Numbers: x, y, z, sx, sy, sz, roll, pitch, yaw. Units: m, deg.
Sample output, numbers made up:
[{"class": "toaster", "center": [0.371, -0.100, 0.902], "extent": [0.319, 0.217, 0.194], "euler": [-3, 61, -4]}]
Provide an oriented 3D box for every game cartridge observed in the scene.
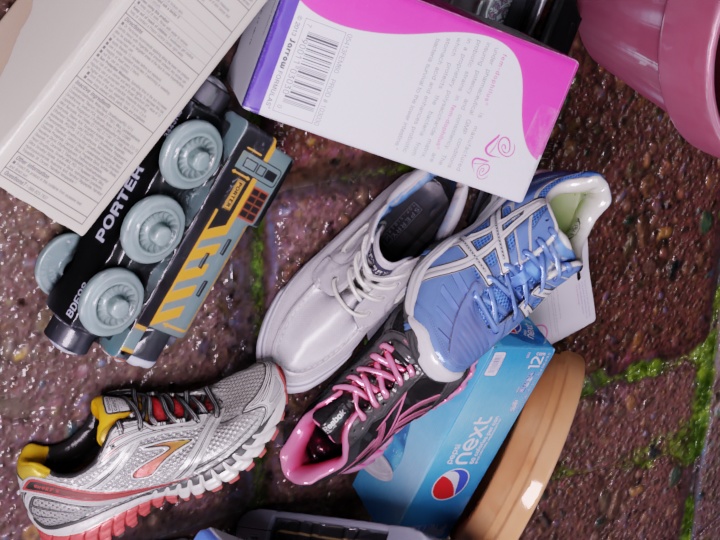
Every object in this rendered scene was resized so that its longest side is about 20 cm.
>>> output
[{"class": "game cartridge", "center": [0.016, 0.221, 1.004], "extent": [0.133, 0.199, 0.041], "euler": [37, 63, -38]}]

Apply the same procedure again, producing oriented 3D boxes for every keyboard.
[{"class": "keyboard", "center": [0.123, -0.106, 1.007], "extent": [0.201, 0.020, 0.127], "euler": [-67, 162, -2]}]

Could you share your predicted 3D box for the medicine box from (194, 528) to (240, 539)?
[{"class": "medicine box", "center": [-0.075, 0.301, 0.835], "extent": [0.103, 0.182, 0.201], "euler": [32, 89, -39]}]

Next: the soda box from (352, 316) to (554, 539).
[{"class": "soda box", "center": [0.068, 0.117, 1.032], "extent": [0.064, 0.068, 0.201], "euler": [5, 124, -35]}]

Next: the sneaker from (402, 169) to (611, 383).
[{"class": "sneaker", "center": [0.099, -0.006, 0.897], "extent": [0.076, 0.077, 0.200], "euler": [51, 57, -21]}]

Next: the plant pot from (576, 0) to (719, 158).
[{"class": "plant pot", "center": [0.269, -0.194, 1.009], "extent": [0.199, 0.179, 0.202], "euler": [-14, 116, -30]}]

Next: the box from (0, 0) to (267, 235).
[{"class": "box", "center": [-0.149, -0.133, 0.786], "extent": [0.200, 0.078, 0.095], "euler": [-51, 143, 0]}]

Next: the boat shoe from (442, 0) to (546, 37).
[{"class": "boat shoe", "center": [0.095, -0.169, 0.969], "extent": [0.072, 0.068, 0.201], "euler": [21, 96, -39]}]

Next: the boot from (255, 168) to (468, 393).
[{"class": "boot", "center": [0.000, 0.000, 0.946], "extent": [0.073, 0.096, 0.200], "euler": [38, 77, -2]}]

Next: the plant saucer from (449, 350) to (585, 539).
[{"class": "plant saucer", "center": [0.121, 0.153, 1.073], "extent": [0.037, 0.200, 0.201], "euler": [26, 94, 1]}]

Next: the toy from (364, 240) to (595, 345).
[{"class": "toy", "center": [0.091, 0.027, 1.063], "extent": [0.199, 0.047, 0.116], "euler": [-26, 128, -18]}]

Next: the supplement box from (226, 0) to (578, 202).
[{"class": "supplement box", "center": [0.025, -0.131, 0.874], "extent": [0.199, 0.103, 0.102], "euler": [18, 105, -18]}]

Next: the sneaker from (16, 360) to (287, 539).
[{"class": "sneaker", "center": [-0.140, 0.116, 0.907], "extent": [0.199, 0.078, 0.083], "euler": [-29, 117, -9]}]

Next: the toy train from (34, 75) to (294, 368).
[{"class": "toy train", "center": [-0.127, -0.028, 0.870], "extent": [0.114, 0.085, 0.201], "euler": [27, 93, -49]}]

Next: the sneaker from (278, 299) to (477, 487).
[{"class": "sneaker", "center": [0.009, 0.089, 0.958], "extent": [0.200, 0.079, 0.095], "euler": [-52, 163, 29]}]

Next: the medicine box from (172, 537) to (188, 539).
[{"class": "medicine box", "center": [-0.197, 0.309, 0.946], "extent": [0.181, 0.103, 0.202], "euler": [0, 109, -35]}]
